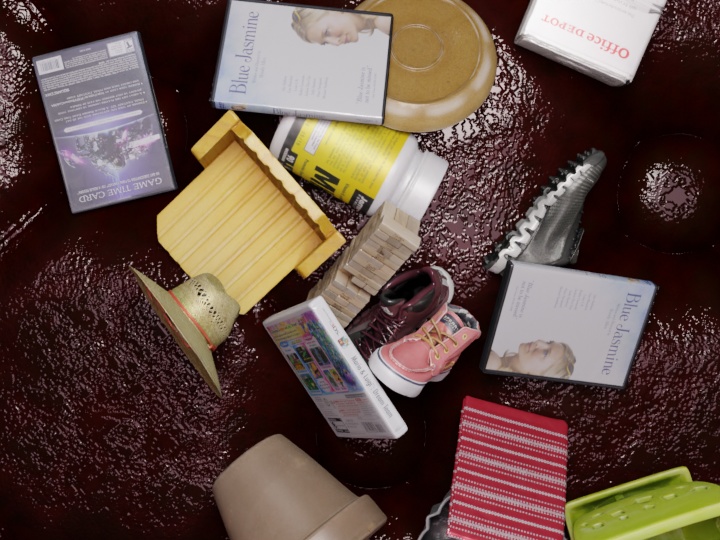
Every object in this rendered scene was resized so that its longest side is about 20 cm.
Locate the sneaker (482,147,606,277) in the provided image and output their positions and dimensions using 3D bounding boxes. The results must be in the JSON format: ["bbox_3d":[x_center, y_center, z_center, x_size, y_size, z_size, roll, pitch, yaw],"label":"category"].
[{"bbox_3d":[0.245,-0.056,1.122,0.090,0.067,0.201,39,102,-5],"label":"sneaker"}]

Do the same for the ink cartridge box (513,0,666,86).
[{"bbox_3d":[0.286,-0.337,1.069,0.144,0.085,0.202,23,97,0],"label":"ink cartridge box"}]

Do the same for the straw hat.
[{"bbox_3d":[-0.193,0.052,1.112,0.085,0.201,0.202,-36,95,-15],"label":"straw hat"}]

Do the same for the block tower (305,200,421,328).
[{"bbox_3d":[0.000,0.000,1.097,0.054,0.058,0.200,30,133,-14],"label":"block tower"}]

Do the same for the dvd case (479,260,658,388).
[{"bbox_3d":[0.255,0.070,1.116,0.197,0.018,0.145,8,108,-14],"label":"dvd case"}]

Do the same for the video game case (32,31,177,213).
[{"bbox_3d":[-0.325,-0.187,1.157,0.141,0.019,0.203,-12,98,5],"label":"video game case"}]

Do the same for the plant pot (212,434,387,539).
[{"bbox_3d":[-0.091,0.307,1.140,0.200,0.200,0.175,-41,75,7],"label":"plant pot"}]

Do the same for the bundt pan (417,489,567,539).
[{"bbox_3d":[0.168,0.359,1.173,0.199,0.076,0.205,0,97,3],"label":"bundt pan"}]

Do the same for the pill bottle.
[{"bbox_3d":[0.000,-0.137,1.097,0.198,0.114,0.115,29,98,-1],"label":"pill bottle"}]

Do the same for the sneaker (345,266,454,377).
[{"bbox_3d":[0.024,0.061,1.115,0.200,0.115,0.076,-46,71,4],"label":"sneaker"}]

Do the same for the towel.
[{"bbox_3d":[0.183,0.254,1.118,0.143,0.202,0.023,15,140,0],"label":"towel"}]

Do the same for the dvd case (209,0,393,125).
[{"bbox_3d":[-0.064,-0.241,1.039,0.197,0.018,0.145,6,69,0],"label":"dvd case"}]

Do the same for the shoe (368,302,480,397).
[{"bbox_3d":[0.081,0.087,1.081,0.071,0.200,0.091,41,105,18],"label":"shoe"}]

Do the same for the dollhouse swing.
[{"bbox_3d":[-0.151,-0.051,1.100,0.175,0.182,0.200,-41,94,-3],"label":"dollhouse swing"}]

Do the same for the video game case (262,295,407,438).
[{"bbox_3d":[-0.037,0.123,1.101,0.024,0.200,0.183,-35,95,-23],"label":"video game case"}]

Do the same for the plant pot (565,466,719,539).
[{"bbox_3d":[0.362,0.363,1.106,0.197,0.182,0.202,-18,97,1],"label":"plant pot"}]

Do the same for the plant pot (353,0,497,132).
[{"bbox_3d":[0.066,-0.259,1.073,0.197,0.028,0.203,1,68,-2],"label":"plant pot"}]
